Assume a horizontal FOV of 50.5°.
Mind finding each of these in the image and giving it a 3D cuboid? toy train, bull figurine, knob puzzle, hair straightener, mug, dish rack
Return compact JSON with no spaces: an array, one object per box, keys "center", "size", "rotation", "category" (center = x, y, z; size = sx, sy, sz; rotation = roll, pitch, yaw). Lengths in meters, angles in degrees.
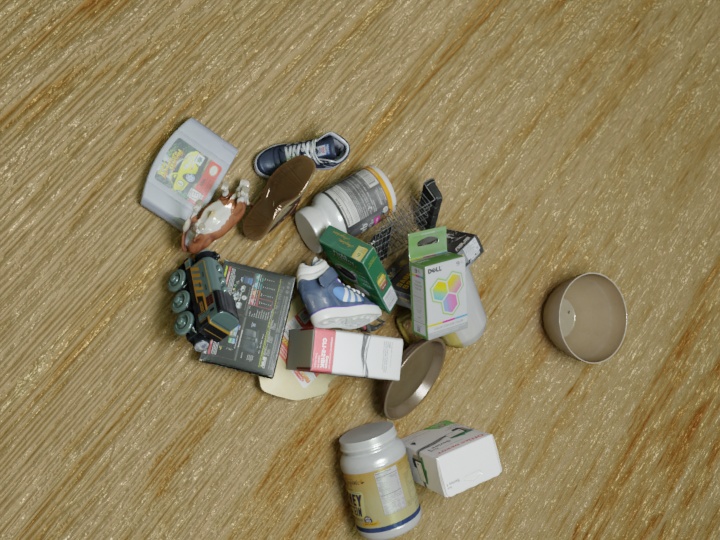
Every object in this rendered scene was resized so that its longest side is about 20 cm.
[{"center":[-0.293,0.052,1.428],"size":[0.113,0.203,0.085],"rotation":[-33,139,14],"category":"toy train"},{"center":[-0.268,-0.112,1.468],"size":[0.065,0.122,0.201],"rotation":[37,62,6],"category":"bull figurine"},{"center":[-0.135,0.174,1.566],"size":[0.214,0.030,0.227],"rotation":[3,83,-26],"category":"knob puzzle"},{"center":[-0.027,0.076,1.602],"size":[0.196,0.041,0.079],"rotation":[17,65,-27],"category":"hair straightener"},{"center":[0.188,0.088,1.676],"size":[0.155,0.183,0.150],"rotation":[58,35,-19],"category":"mug"},{"center":[0.086,-0.093,1.615],"size":[0.197,0.155,0.055],"rotation":[-31,67,-18],"category":"dish rack"}]

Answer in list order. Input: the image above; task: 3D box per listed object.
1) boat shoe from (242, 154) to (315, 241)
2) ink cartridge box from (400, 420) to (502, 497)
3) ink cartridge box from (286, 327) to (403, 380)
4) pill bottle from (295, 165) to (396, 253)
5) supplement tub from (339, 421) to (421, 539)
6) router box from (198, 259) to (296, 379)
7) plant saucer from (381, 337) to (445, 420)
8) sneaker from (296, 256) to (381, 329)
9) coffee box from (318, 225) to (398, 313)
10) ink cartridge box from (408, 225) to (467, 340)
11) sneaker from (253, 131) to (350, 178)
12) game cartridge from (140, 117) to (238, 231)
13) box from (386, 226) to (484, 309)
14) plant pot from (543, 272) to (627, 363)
[{"center":[-0.158,-0.143,1.534],"size":[0.072,0.072,0.202],"rotation":[37,93,9],"category":"boat shoe"},{"center":[0.181,0.390,1.603],"size":[0.143,0.199,0.087],"rotation":[-17,94,-23],"category":"ink cartridge box"},{"center":[-0.032,0.167,1.521],"size":[0.195,0.144,0.086],"rotation":[9,81,-24],"category":"ink cartridge box"},{"center":[-0.031,-0.125,1.585],"size":[0.198,0.116,0.118],"rotation":[-32,99,-21],"category":"pill bottle"},{"center":[0.037,0.429,1.569],"size":[0.141,0.144,0.206],"rotation":[-17,93,-23],"category":"supplement tub"},{"center":[-0.218,0.096,1.495],"size":[0.146,0.062,0.206],"rotation":[14,79,-3],"category":"router box"},{"center":[0.109,0.224,1.615],"size":[0.199,0.029,0.203],"rotation":[-36,144,-31],"category":"plant saucer"},{"center":[-0.046,0.036,1.533],"size":[0.197,0.080,0.150],"rotation":[2,61,-49],"category":"sneaker"},{"center":[0.000,0.000,1.534],"size":[0.044,0.121,0.201],"rotation":[-52,145,-16],"category":"coffee box"},{"center":[0.153,0.023,1.508],"size":[0.102,0.059,0.206],"rotation":[-13,107,-31],"category":"ink cartridge box"},{"center":[-0.115,-0.236,1.557],"size":[0.195,0.108,0.072],"rotation":[-11,91,-23],"category":"sneaker"},{"center":[-0.341,-0.190,1.498],"size":[0.131,0.041,0.204],"rotation":[31,76,-15],"category":"game cartridge"},{"center":[0.145,-0.006,1.629],"size":[0.200,0.157,0.049],"rotation":[-43,119,-18],"category":"box"},{"center":[0.506,0.112,1.793],"size":[0.195,0.134,0.207],"rotation":[1,86,-22],"category":"plant pot"}]
